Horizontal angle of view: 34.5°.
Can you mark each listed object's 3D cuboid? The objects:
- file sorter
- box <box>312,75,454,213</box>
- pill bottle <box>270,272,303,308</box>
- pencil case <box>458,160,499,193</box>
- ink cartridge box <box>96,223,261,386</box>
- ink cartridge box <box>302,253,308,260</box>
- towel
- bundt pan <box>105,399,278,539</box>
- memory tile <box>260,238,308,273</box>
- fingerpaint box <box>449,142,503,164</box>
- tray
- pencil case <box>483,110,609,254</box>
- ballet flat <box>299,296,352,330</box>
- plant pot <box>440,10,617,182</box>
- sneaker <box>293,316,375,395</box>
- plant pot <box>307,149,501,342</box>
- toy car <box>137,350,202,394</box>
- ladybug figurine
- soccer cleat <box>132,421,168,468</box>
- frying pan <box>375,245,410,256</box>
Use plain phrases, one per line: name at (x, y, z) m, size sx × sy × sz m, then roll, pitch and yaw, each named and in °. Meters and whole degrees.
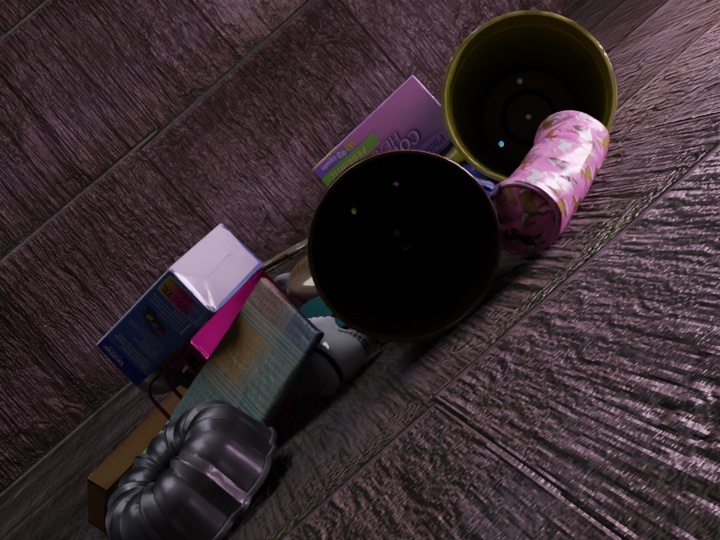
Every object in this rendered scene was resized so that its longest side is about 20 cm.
file sorter at (-0.156, 0.122, 1.467) m, size 0.125 × 0.139 × 0.200 m, roll -39°, pitch 7°, yaw 33°
box at (0.045, -0.156, 1.540) m, size 0.176 × 0.097 × 0.200 m, roll -42°, pitch -2°, yaw 9°
pill bottle at (-0.112, 0.058, 1.747) m, size 0.104 × 0.104 × 0.200 m, roll -42°, pitch 7°, yaw -15°
pencil case at (0.140, -0.084, 1.413) m, size 0.087 × 0.078 × 0.200 m, roll -44°, pitch 6°, yaw 14°
ink cartridge box at (-0.227, 0.049, 1.394) m, size 0.200 × 0.076 × 0.136 m, roll -39°, pitch 6°, yaw 33°
ink cartridge box at (-0.019, -0.008, 1.670) m, size 0.059 × 0.104 × 0.200 m, roll -38°, pitch 7°, yaw 15°
towel at (-0.127, 0.121, 1.288) m, size 0.200 × 0.022 × 0.147 m, roll -56°, pitch 41°, yaw 6°
bundt pan at (-0.178, 0.210, 1.152) m, size 0.202 × 0.076 × 0.202 m, roll -41°, pitch 17°, yaw 16°
memory tile at (-0.136, -0.004, 1.644) m, size 0.153 × 0.017 × 0.200 m, roll -30°, pitch 3°, yaw -12°
fingerpaint box at (0.133, -0.113, 1.635) m, size 0.167 × 0.073 × 0.200 m, roll -37°, pitch 8°, yaw 25°
tray at (-0.296, 0.257, 1.590) m, size 0.200 × 0.037 × 0.099 m, roll -46°, pitch -23°, yaw -43°
pencil case at (0.194, -0.095, 1.199) m, size 0.200 × 0.086 × 0.083 m, roll -48°, pitch -21°, yaw -49°
ballet flat at (-0.011, 0.060, 1.377) m, size 0.069 × 0.070 × 0.200 m, roll -43°, pitch 13°, yaw -24°
plant pot at (0.206, -0.197, 1.420) m, size 0.200 × 0.201 × 0.193 m, roll -39°, pitch -5°, yaw 7°
sneaker at (-0.066, 0.087, 1.334) m, size 0.080 × 0.077 × 0.200 m, roll -43°, pitch 34°, yaw -26°
plant pot at (0.032, -0.046, 1.196) m, size 0.187 × 0.187 × 0.200 m, roll -40°, pitch 15°, yaw 4°
toy car at (-0.238, 0.101, 1.711) m, size 0.175 × 0.199 × 0.150 m, roll -54°, pitch 23°, yaw 29°
ladybug figurine at (0.000, 0.000, 1.510) m, size 0.199 × 0.072 × 0.136 m, roll -20°, pitch 27°, yaw 8°
soccer cleat at (-0.242, 0.230, 1.551) m, size 0.200 × 0.067 × 0.081 m, roll -46°, pitch -3°, yaw -38°
frying pan at (0.074, -0.006, 1.284) m, size 0.115 × 0.031 × 0.190 m, roll 29°, pitch 55°, yaw 37°
